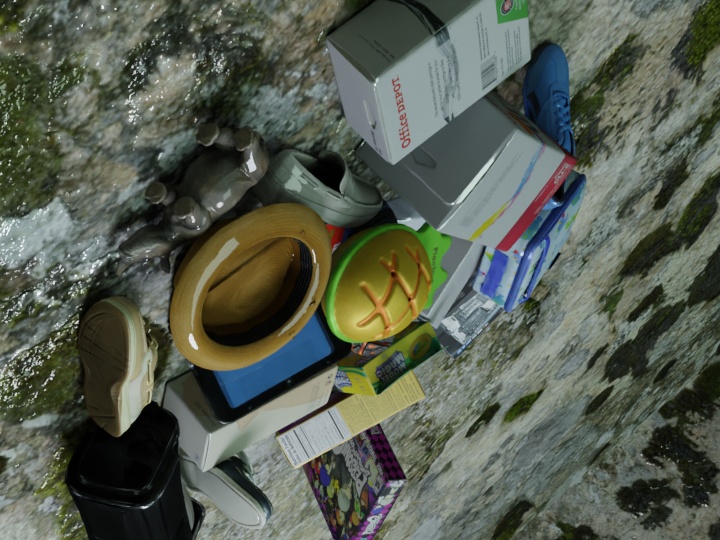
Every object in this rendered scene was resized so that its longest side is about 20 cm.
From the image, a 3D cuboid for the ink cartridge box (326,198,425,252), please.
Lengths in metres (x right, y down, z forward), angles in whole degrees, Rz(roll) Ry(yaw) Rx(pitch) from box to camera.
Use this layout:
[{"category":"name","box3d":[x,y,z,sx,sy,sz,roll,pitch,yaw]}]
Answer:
[{"category":"ink cartridge box","box3d":[0.010,-0.009,1.611,0.199,0.050,0.163,-24,147,-44]}]

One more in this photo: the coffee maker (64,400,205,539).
[{"category":"coffee maker","box3d":[-0.253,0.280,1.482,0.134,0.193,0.201,-7,139,-3]}]

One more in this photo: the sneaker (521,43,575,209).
[{"category":"sneaker","box3d":[0.237,-0.174,1.582,0.066,0.078,0.202,4,95,-37]}]

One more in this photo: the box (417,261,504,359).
[{"category":"box","box3d":[0.176,0.028,1.921,0.200,0.050,0.158,-44,155,-1]}]

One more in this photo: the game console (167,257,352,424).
[{"category":"game console","box3d":[-0.100,0.042,1.438,0.199,0.116,0.176,-29,151,-32]}]

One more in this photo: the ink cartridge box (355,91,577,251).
[{"category":"ink cartridge box","box3d":[0.123,-0.129,1.482,0.145,0.145,0.200,-52,155,14]}]

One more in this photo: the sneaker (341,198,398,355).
[{"category":"sneaker","box3d":[0.000,0.000,1.538,0.075,0.078,0.201,-6,119,-21]}]

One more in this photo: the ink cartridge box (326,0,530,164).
[{"category":"ink cartridge box","box3d":[0.072,-0.225,1.323,0.200,0.083,0.147,-38,151,-14]}]

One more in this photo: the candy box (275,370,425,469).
[{"category":"candy box","box3d":[-0.018,0.179,1.731,0.199,0.057,0.117,-28,-168,0]}]

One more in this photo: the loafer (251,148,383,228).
[{"category":"loafer","box3d":[-0.034,-0.091,1.389,0.070,0.070,0.200,-47,155,23]}]

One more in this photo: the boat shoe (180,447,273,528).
[{"category":"boat shoe","box3d":[-0.163,0.253,1.586,0.062,0.199,0.075,-25,115,-33]}]

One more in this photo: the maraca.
[{"category":"maraca","box3d":[0.033,0.009,1.451,0.199,0.107,0.138,-19,127,-43]}]

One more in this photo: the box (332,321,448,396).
[{"category":"box","box3d":[0.020,0.112,1.679,0.117,0.049,0.200,-33,-165,-25]}]

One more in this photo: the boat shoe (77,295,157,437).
[{"category":"boat shoe","box3d":[-0.247,0.089,1.351,0.066,0.074,0.201,-42,160,-38]}]

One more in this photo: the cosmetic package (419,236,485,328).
[{"category":"cosmetic package","box3d":[0.127,-0.027,1.677,0.201,0.052,0.151,-57,167,-3]}]

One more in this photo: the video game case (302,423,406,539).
[{"category":"video game case","box3d":[-0.017,0.275,1.832,0.036,0.201,0.182,0,134,-30]}]

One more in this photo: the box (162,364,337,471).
[{"category":"box","box3d":[-0.135,0.150,1.580,0.199,0.095,0.078,-27,149,-36]}]

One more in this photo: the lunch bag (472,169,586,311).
[{"category":"lunch bag","box3d":[0.221,-0.044,1.718,0.161,0.082,0.200,-50,166,-26]}]

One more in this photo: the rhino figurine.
[{"category":"rhino figurine","box3d":[-0.163,-0.063,1.244,0.200,0.060,0.087,-46,164,9]}]

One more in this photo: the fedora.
[{"category":"fedora","box3d":[-0.123,0.005,1.328,0.200,0.082,0.202,-25,131,-32]}]
